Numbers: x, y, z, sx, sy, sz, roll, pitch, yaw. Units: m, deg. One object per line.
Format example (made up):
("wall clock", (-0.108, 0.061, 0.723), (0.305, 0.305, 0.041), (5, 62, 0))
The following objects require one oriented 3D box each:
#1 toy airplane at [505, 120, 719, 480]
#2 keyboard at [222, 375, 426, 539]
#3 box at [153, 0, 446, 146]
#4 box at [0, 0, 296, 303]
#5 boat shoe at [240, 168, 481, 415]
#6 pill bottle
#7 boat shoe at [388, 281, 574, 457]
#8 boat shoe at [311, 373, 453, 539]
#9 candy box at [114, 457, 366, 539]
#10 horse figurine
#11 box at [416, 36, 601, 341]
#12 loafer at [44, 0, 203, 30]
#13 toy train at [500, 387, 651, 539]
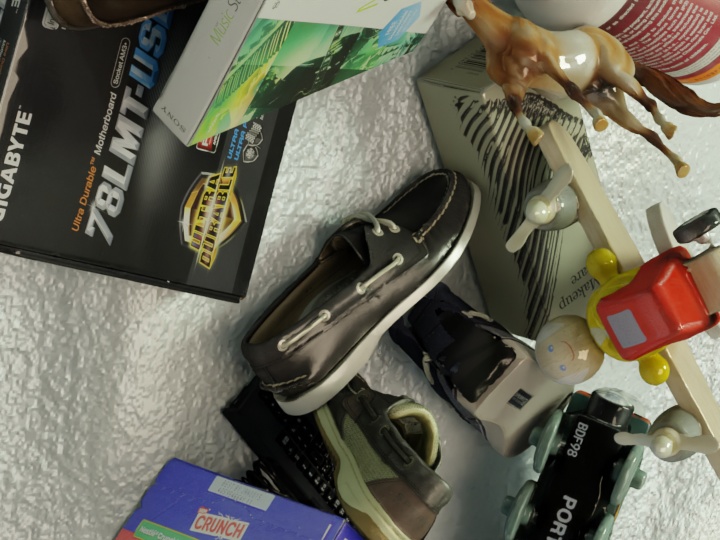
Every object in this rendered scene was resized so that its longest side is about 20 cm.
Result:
("toy airplane", (0.174, 0.024, 1.382), (0.141, 0.200, 0.199), (-29, 136, 5))
("keyboard", (-0.014, 0.139, 1.417), (0.104, 0.040, 0.200), (-50, 127, -18))
("box", (-0.013, -0.154, 1.218), (0.200, 0.036, 0.144), (-26, 158, -41))
("box", (-0.129, -0.096, 1.249), (0.198, 0.050, 0.200), (14, 92, -42))
("boat shoe", (0.000, 0.000, 1.370), (0.200, 0.074, 0.060), (-48, 118, -19))
("pill bottle", (0.171, -0.197, 1.425), (0.200, 0.113, 0.113), (14, 93, -42))
("boat shoe", (0.080, 0.061, 1.455), (0.075, 0.093, 0.200), (-45, 159, -3))
("boat shoe", (0.019, 0.109, 1.312), (0.066, 0.201, 0.072), (-35, 110, 6))
("candy box", (-0.028, 0.211, 1.339), (0.200, 0.169, 0.077), (47, 68, -37))
("horse figurine", (0.136, -0.119, 1.342), (0.200, 0.133, 0.050), (6, 127, -38))
("box", (0.110, -0.055, 1.444), (0.082, 0.068, 0.200), (-37, 123, -28))
("loafer", (-0.085, -0.186, 1.185), (0.200, 0.071, 0.073), (-30, 119, -32))
("toy train", (0.143, 0.172, 1.502), (0.114, 0.085, 0.200), (-19, 129, -76))
